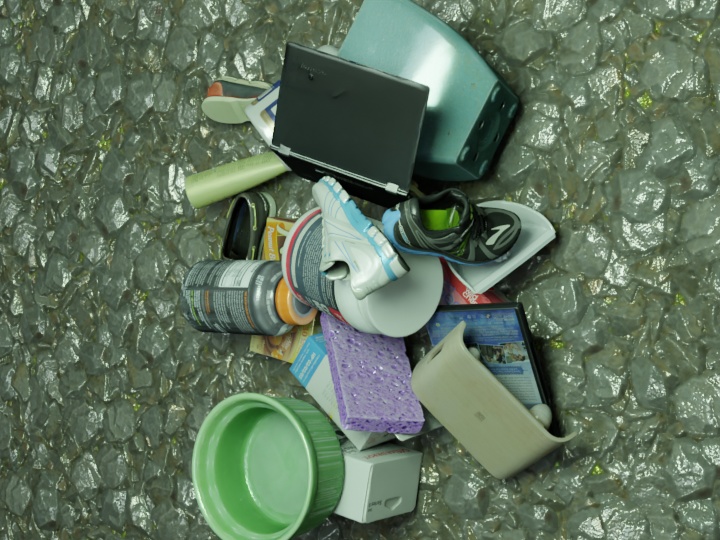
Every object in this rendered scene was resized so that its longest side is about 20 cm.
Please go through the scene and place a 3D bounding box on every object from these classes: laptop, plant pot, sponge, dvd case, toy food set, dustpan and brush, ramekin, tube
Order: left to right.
[{"bbox_3d":[-0.163,-0.143,1.737,0.197,0.052,0.059,-18,61,16],"label":"tube"},{"bbox_3d":[-0.117,0.260,1.544,0.197,0.097,0.204,-2,86,33],"label":"ramekin"},{"bbox_3d":[-0.003,-0.165,1.438,0.185,0.200,0.118,21,84,15],"label":"laptop"},{"bbox_3d":[0.014,0.130,1.575,0.202,0.110,0.030,-104,28,-45],"label":"sponge"},{"bbox_3d":[0.088,-0.220,1.520,0.198,0.196,0.198,29,94,23],"label":"plant pot"},{"bbox_3d":[0.148,-0.058,1.553,0.139,0.058,0.200,-36,28,-10],"label":"dustpan and brush"},{"bbox_3d":[0.166,0.167,1.499,0.200,0.060,0.144,45,143,2],"label":"toy food set"},{"bbox_3d":[0.169,0.133,1.516,0.141,0.018,0.203,-4,117,34],"label":"dvd case"}]

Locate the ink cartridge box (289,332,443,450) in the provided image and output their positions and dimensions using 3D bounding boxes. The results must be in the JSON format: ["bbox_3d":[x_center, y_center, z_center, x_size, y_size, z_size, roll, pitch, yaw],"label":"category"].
[{"bbox_3d":[0.010,0.173,1.620,0.200,0.114,0.068,46,121,25],"label":"ink cartridge box"}]

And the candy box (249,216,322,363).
[{"bbox_3d":[-0.093,0.031,1.727,0.114,0.055,0.204,13,97,34],"label":"candy box"}]

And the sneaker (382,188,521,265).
[{"bbox_3d":[0.121,-0.054,1.423,0.082,0.197,0.072,-35,58,49],"label":"sneaker"}]

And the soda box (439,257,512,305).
[{"bbox_3d":[0.122,0.021,1.580,0.200,0.063,0.070,45,113,26],"label":"soda box"}]

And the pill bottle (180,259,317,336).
[{"bbox_3d":[-0.153,0.039,1.671,0.198,0.105,0.108,1,91,37],"label":"pill bottle"}]

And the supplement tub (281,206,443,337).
[{"bbox_3d":[0.000,0.000,1.527,0.199,0.139,0.143,22,103,52],"label":"supplement tub"}]

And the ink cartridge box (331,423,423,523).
[{"bbox_3d":[-0.032,0.274,1.634,0.197,0.145,0.086,12,95,32],"label":"ink cartridge box"}]

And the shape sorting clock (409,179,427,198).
[{"bbox_3d":[0.015,-0.127,1.576,0.198,0.200,0.040,30,87,30],"label":"shape sorting clock"}]

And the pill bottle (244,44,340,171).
[{"bbox_3d":[-0.054,-0.241,1.641,0.199,0.111,0.111,-38,68,1],"label":"pill bottle"}]

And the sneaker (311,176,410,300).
[{"bbox_3d":[-0.024,-0.038,1.411,0.086,0.075,0.200,-39,43,0],"label":"sneaker"}]

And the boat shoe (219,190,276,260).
[{"bbox_3d":[-0.186,-0.022,1.786,0.071,0.060,0.205,20,101,33],"label":"boat shoe"}]

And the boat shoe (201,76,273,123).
[{"bbox_3d":[-0.143,-0.253,1.758,0.197,0.072,0.063,9,55,25],"label":"boat shoe"}]
